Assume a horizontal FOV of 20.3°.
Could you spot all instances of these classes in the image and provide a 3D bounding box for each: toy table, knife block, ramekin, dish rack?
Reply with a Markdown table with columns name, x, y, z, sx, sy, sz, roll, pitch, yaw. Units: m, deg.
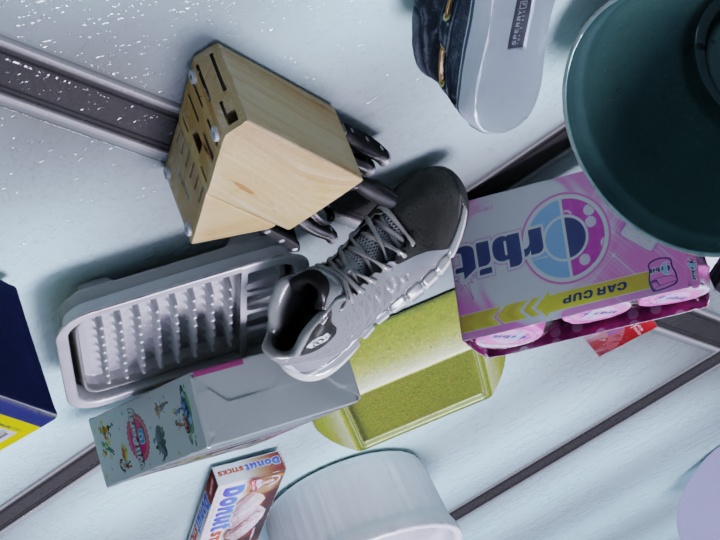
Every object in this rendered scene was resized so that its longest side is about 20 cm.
| name | x | y | z | sx | sy | sz | roll | pitch | yaw |
| --- | --- | --- | --- | --- | --- | --- | --- | --- | --- |
| toy table | 0.500 | 0.282 | 2.491 | 0.116 | 0.185 | 0.200 | 15 | 148 | -29 |
| knife block | -0.039 | -0.084 | 1.371 | 0.174 | 0.064 | 0.200 | -14 | 154 | -21 |
| ramekin | -0.003 | 0.270 | 2.091 | 0.199 | 0.098 | 0.201 | -19 | 155 | -9 |
| dish rack | -0.140 | 0.034 | 1.550 | 0.199 | 0.044 | 0.172 | -18 | 156 | -12 |

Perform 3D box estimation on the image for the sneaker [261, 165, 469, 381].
| name | x | y | z | sx | sy | sz | roll | pitch | yaw |
| --- | --- | --- | --- | --- | --- | --- | --- | --- | --- |
| sneaker | 0.000 | 0.000 | 1.492 | 0.200 | 0.075 | 0.115 | -51 | 162 | 4 |

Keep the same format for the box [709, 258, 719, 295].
| name | x | y | z | sx | sy | sz | roll | pitch | yaw |
| --- | --- | --- | --- | --- | --- | --- | --- | --- | --- |
| box | 0.343 | -0.064 | 1.583 | 0.201 | 0.036 | 0.143 | -56 | 175 | 9 |

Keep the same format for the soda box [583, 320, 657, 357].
| name | x | y | z | sx | sy | sz | roll | pitch | yaw |
| --- | --- | --- | --- | --- | --- | --- | --- | --- | --- |
| soda box | 0.202 | 0.009 | 1.765 | 0.063 | 0.070 | 0.200 | -28 | 155 | 10 |

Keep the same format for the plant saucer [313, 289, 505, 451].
| name | x | y | z | sx | sy | sz | roll | pitch | yaw |
| --- | --- | --- | --- | --- | --- | --- | --- | --- | --- |
| plant saucer | 0.044 | 0.099 | 1.842 | 0.198 | 0.048 | 0.200 | -23 | 156 | -1 |

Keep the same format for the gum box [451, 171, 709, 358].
| name | x | y | z | sx | sy | sz | roll | pitch | yaw |
| --- | --- | --- | --- | --- | --- | --- | --- | --- | --- |
| gum box | 0.174 | -0.012 | 1.585 | 0.199 | 0.114 | 0.066 | -14 | 160 | 20 |

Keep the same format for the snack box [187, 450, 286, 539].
| name | x | y | z | sx | sy | sz | roll | pitch | yaw |
| --- | --- | --- | --- | --- | --- | --- | --- | --- | --- |
| snack box | -0.126 | 0.237 | 2.005 | 0.071 | 0.024 | 0.200 | -12 | 154 | -19 |

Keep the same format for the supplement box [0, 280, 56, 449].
| name | x | y | z | sx | sy | sz | roll | pitch | yaw |
| --- | --- | --- | --- | --- | --- | --- | --- | --- | --- |
| supplement box | -0.333 | 0.091 | 1.399 | 0.199 | 0.109 | 0.109 | -30 | 155 | 15 |

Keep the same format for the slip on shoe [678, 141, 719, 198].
| name | x | y | z | sx | sy | sz | roll | pitch | yaw |
| --- | --- | --- | --- | --- | --- | --- | --- | --- | --- |
| slip on shoe | 0.310 | -0.110 | 1.535 | 0.200 | 0.076 | 0.061 | -50 | 141 | -20 |

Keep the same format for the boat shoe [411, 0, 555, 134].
| name | x | y | z | sx | sy | sz | roll | pitch | yaw |
| --- | --- | --- | --- | --- | --- | --- | --- | --- | --- |
| boat shoe | 0.080 | -0.192 | 1.257 | 0.070 | 0.091 | 0.201 | -7 | 124 | -33 |

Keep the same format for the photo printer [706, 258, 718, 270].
| name | x | y | z | sx | sy | sz | roll | pitch | yaw |
| --- | --- | --- | --- | --- | --- | --- | --- | --- | --- |
| photo printer | 0.355 | -0.059 | 1.758 | 0.199 | 0.070 | 0.167 | -7 | 152 | -31 |

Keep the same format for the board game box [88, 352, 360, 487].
| name | x | y | z | sx | sy | sz | roll | pitch | yaw |
| --- | --- | --- | --- | --- | --- | --- | --- | --- | --- |
| board game box | -0.114 | 0.115 | 1.634 | 0.147 | 0.065 | 0.200 | -13 | 172 | -34 |

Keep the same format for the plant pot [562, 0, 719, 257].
| name | x | y | z | sx | sy | sz | roll | pitch | yaw |
| --- | --- | --- | --- | --- | --- | --- | --- | --- | --- |
| plant pot | 0.261 | -0.129 | 1.419 | 0.134 | 0.200 | 0.200 | -38 | 173 | -46 |
